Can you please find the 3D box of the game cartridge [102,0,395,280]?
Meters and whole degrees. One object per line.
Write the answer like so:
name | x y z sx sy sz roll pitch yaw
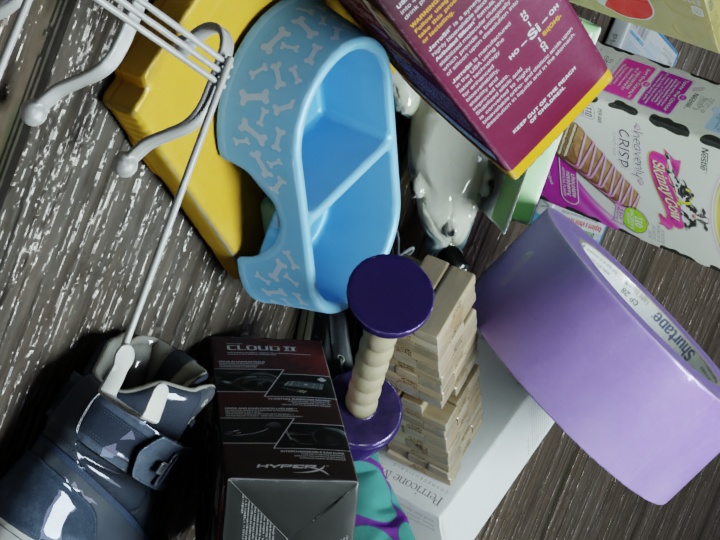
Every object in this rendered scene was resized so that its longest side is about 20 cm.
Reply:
game cartridge | -0.056 -0.112 0.931 0.177 0.032 0.200 -58 149 -17

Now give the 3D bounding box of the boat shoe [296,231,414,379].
boat shoe | 0.000 0.000 1.081 0.074 0.062 0.202 -26 131 -49

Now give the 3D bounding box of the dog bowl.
dog bowl | -0.023 -0.058 0.942 0.111 0.049 0.202 -45 146 -35

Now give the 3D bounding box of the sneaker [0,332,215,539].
sneaker | -0.121 0.122 0.937 0.147 0.076 0.202 -59 151 -9

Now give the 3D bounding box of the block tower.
block tower | 0.046 0.067 1.096 0.058 0.054 0.201 -56 158 -28

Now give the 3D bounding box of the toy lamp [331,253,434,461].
toy lamp | 0.007 0.063 1.008 0.058 0.058 0.201 -52 168 -26

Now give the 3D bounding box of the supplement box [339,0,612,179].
supplement box | 0.046 -0.152 0.893 0.086 0.110 0.200 -46 144 1

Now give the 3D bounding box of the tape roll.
tape roll | 0.169 0.057 1.124 0.085 0.200 0.200 -44 155 11

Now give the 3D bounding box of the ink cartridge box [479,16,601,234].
ink cartridge box | 0.119 -0.104 1.117 0.200 0.047 0.147 -123 -129 -74

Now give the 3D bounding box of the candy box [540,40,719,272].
candy box | 0.212 -0.091 1.244 0.061 0.198 0.137 -50 148 -29

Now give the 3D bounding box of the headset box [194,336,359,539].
headset box | -0.055 0.140 0.971 0.200 0.076 0.151 -108 -157 -67

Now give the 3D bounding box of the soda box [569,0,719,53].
soda box | 0.147 -0.208 1.034 0.064 0.198 0.068 -60 152 -10

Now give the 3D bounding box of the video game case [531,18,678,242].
video game case | 0.214 -0.118 1.426 0.143 0.018 0.202 21 91 -64

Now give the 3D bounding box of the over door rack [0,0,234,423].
over door rack | -0.137 -0.048 0.750 0.147 0.066 0.203 30 66 -52

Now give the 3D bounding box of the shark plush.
shark plush | 0.070 -0.067 1.100 0.083 0.090 0.203 -54 135 -85

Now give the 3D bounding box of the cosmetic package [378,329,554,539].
cosmetic package | 0.071 0.115 1.245 0.200 0.112 0.082 -51 150 -32

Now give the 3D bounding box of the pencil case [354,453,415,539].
pencil case | 0.011 0.195 1.086 0.091 0.201 0.086 -11 141 -28
